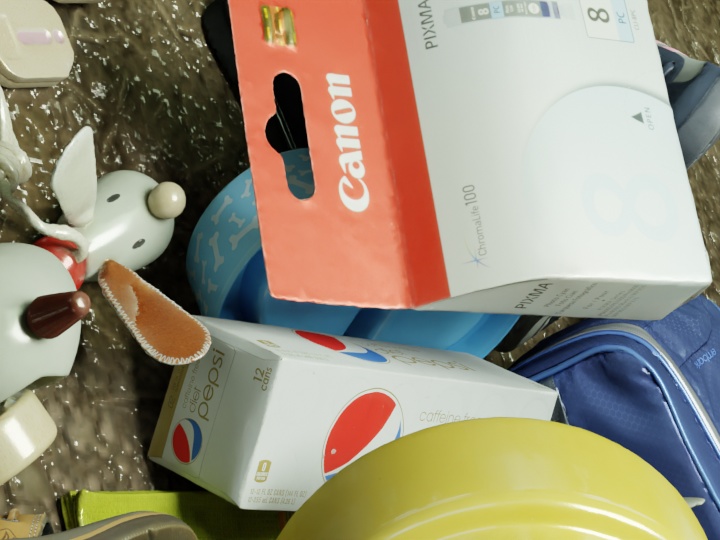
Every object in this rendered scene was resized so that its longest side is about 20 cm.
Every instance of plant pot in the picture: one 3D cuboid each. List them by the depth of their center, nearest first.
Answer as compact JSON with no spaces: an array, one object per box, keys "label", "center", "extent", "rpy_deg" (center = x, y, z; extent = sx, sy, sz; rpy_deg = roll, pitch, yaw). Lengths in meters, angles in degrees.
[{"label":"plant pot","center":[0.059,0.186,0.790],"extent":[0.201,0.200,0.189],"rpy_deg":[47,13,-22]}]

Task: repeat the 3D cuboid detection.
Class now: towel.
[{"label":"towel","center":[-0.046,0.135,0.903],"extent":[0.199,0.018,0.087],"rpy_deg":[8,59,-52]}]

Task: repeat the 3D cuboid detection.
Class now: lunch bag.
[{"label":"lunch bag","center":[0.141,0.125,1.063],"extent":[0.132,0.135,0.201],"rpy_deg":[-28,91,-58]}]

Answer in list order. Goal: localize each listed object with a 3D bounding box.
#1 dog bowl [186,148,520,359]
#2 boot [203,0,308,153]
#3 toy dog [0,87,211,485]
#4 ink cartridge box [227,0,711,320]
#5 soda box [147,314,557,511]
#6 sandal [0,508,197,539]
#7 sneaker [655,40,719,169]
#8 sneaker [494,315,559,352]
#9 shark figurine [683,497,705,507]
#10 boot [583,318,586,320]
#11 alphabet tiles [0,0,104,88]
[{"label":"dog bowl","center":[0.000,0.000,0.984],"extent":[0.199,0.112,0.050],"rpy_deg":[9,32,-47]},{"label":"boot","center":[0.031,-0.093,1.043],"extent":[0.201,0.167,0.076],"rpy_deg":[60,34,-3]},{"label":"toy dog","center":[-0.116,-0.001,0.827],"extent":[0.132,0.096,0.201],"rpy_deg":[50,34,-30]},{"label":"ink cartridge box","center":[0.047,-0.063,0.914],"extent":[0.198,0.047,0.162],"rpy_deg":[4,64,-27]},{"label":"soda box","center":[0.001,0.069,0.945],"extent":[0.199,0.063,0.069],"rpy_deg":[10,99,-49]},{"label":"sandal","center":[-0.135,0.122,0.752],"extent":[0.199,0.082,0.054],"rpy_deg":[-10,38,-46]},{"label":"sneaker","center":[0.125,-0.090,1.038],"extent":[0.082,0.070,0.200],"rpy_deg":[43,-5,-11]},{"label":"sneaker","center":[0.109,-0.019,1.064],"extent":[0.079,0.200,0.079],"rpy_deg":[-36,90,-21]},{"label":"shark figurine","center":[0.072,0.181,0.959],"extent":[0.127,0.216,0.090],"rpy_deg":[26,-4,-2]},{"label":"boot","center":[0.195,0.098,1.225],"extent":[0.201,0.075,0.107],"rpy_deg":[54,28,-11]},{"label":"alphabet tiles","center":[-0.196,-0.172,0.925],"extent":[0.195,0.015,0.202],"rpy_deg":[-11,75,-54]}]
